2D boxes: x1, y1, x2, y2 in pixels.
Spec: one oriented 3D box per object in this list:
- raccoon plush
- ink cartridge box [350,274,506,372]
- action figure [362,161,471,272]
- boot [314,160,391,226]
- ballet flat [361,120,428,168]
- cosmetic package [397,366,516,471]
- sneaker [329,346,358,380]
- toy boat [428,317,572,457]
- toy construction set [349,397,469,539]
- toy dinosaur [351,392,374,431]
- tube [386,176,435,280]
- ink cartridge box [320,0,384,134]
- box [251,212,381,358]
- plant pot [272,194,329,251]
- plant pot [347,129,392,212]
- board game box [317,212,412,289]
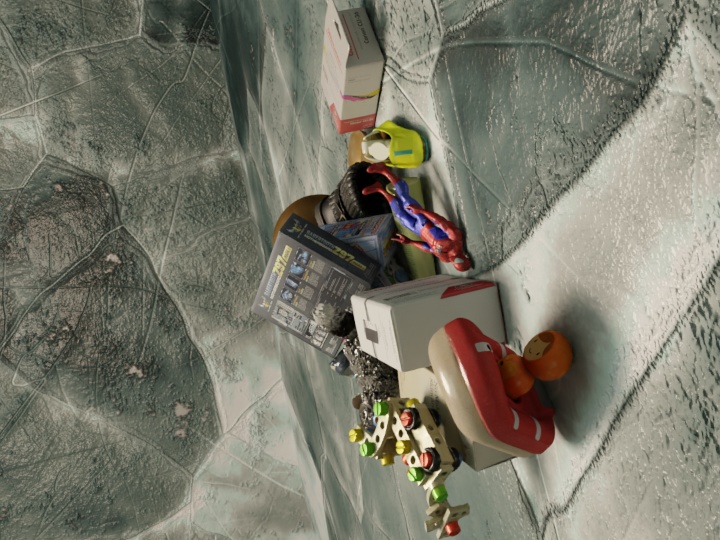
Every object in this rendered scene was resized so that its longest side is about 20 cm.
[{"bbox_3d":[-0.006,0.149,1.248,0.097,0.198,0.136,-24,46,63],"label":"raccoon plush"},{"bbox_3d":[0.083,0.063,1.130,0.200,0.142,0.085,-167,65,-75],"label":"ink cartridge box"},{"bbox_3d":[0.077,-0.066,1.162,0.200,0.051,0.066,43,137,26],"label":"action figure"},{"bbox_3d":[0.015,-0.055,1.369,0.213,0.079,0.157,56,146,-2],"label":"boot"},{"bbox_3d":[0.038,-0.184,1.270,0.200,0.066,0.068,-143,42,-70],"label":"ballet flat"},{"bbox_3d":[0.126,0.171,1.139,0.199,0.072,0.105,-154,54,-63],"label":"cosmetic package"},{"bbox_3d":[0.022,0.156,1.419,0.087,0.078,0.199,50,-164,19],"label":"sneaker"},{"bbox_3d":[0.163,0.109,0.903,0.199,0.130,0.132,28,-147,-49],"label":"toy boat"},{"bbox_3d":[0.069,0.245,1.105,0.201,0.091,0.132,51,126,29],"label":"toy construction set"},{"bbox_3d":[0.027,0.274,1.589,0.104,0.076,0.200,65,173,-6],"label":"toy dinosaur"},{"bbox_3d":[0.084,-0.034,1.263,0.051,0.058,0.203,-3,110,32],"label":"tube"},{"bbox_3d":[-0.013,-0.328,1.363,0.201,0.066,0.118,100,154,-61],"label":"ink cartridge box"},{"bbox_3d":[-0.071,0.027,1.305,0.051,0.156,0.201,-59,-4,-43],"label":"box"},{"bbox_3d":[-0.078,-0.017,1.514,0.200,0.183,0.190,-80,-16,-70],"label":"plant pot"},{"bbox_3d":[0.019,-0.141,1.470,0.200,0.027,0.204,169,90,-77],"label":"plant pot"},{"bbox_3d":[0.000,0.000,1.321,0.198,0.062,0.201,-23,113,43],"label":"board game box"}]
